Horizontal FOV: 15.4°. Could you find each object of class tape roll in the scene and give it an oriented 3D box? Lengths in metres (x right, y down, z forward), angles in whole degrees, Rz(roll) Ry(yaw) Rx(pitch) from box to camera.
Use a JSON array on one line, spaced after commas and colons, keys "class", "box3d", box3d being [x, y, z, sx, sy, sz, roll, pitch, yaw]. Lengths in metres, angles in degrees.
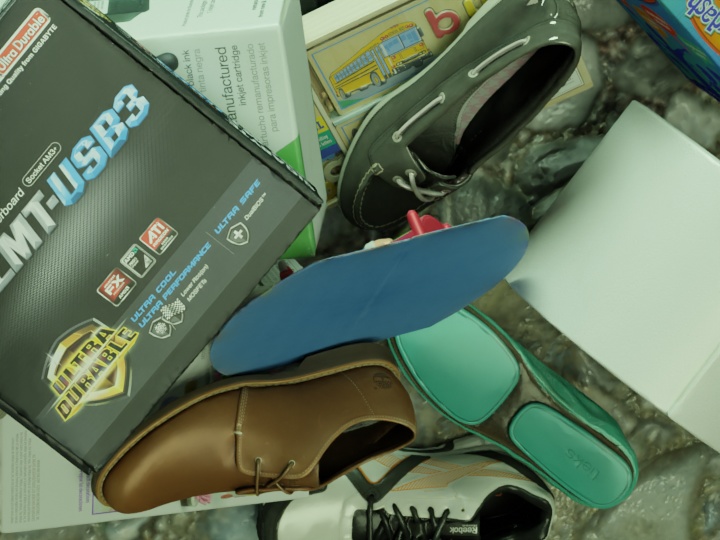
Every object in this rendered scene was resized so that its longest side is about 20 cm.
[{"class": "tape roll", "box3d": [0.206, 0.008, 1.643, 0.203, 0.203, 0.139, 35, 96, -30]}]

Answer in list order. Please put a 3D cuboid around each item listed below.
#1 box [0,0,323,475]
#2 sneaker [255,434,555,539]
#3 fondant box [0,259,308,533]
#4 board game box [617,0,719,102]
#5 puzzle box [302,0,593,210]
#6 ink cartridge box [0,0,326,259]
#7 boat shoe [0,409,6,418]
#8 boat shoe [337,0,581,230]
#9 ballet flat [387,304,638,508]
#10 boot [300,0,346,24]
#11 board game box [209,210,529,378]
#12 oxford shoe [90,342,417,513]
[{"class": "box", "box3d": [-0.158, -0.026, 1.425, 0.198, 0.050, 0.200, 40, 96, -15]}, {"class": "sneaker", "box3d": [0.032, 0.151, 1.707, 0.200, 0.080, 0.074, -10, 117, -16]}, {"class": "fondant box", "box3d": [-0.129, 0.073, 1.619, 0.200, 0.058, 0.144, -4, 113, -19]}, {"class": "board game box", "box3d": [0.189, -0.165, 1.589, 0.045, 0.152, 0.200, -45, 120, 2]}, {"class": "puzzle box", "box3d": [0.027, -0.117, 1.572, 0.200, 0.025, 0.133, -25, 136, 5]}, {"class": "ink cartridge box", "box3d": [-0.128, -0.079, 1.496, 0.200, 0.083, 0.147, -5, 116, 8]}, {"class": "boat shoe", "box3d": [-0.265, 0.087, 1.557, 0.200, 0.063, 0.073, -42, 158, 29]}, {"class": "boat shoe", "box3d": [0.055, -0.086, 1.552, 0.067, 0.057, 0.200, 21, 123, -35]}, {"class": "ballet flat", "box3d": [0.093, 0.078, 1.697, 0.200, 0.070, 0.067, 39, 101, -10]}, {"class": "boot", "box3d": [0.015, -0.236, 1.533, 0.162, 0.073, 0.198, -19, 125, -11]}, {"class": "board game box", "box3d": [0.000, 0.000, 1.556, 0.200, 0.039, 0.158, -15, 160, -23]}, {"class": "oxford shoe", "box3d": [-0.061, 0.106, 1.580, 0.200, 0.071, 0.071, -20, 141, -11]}]
